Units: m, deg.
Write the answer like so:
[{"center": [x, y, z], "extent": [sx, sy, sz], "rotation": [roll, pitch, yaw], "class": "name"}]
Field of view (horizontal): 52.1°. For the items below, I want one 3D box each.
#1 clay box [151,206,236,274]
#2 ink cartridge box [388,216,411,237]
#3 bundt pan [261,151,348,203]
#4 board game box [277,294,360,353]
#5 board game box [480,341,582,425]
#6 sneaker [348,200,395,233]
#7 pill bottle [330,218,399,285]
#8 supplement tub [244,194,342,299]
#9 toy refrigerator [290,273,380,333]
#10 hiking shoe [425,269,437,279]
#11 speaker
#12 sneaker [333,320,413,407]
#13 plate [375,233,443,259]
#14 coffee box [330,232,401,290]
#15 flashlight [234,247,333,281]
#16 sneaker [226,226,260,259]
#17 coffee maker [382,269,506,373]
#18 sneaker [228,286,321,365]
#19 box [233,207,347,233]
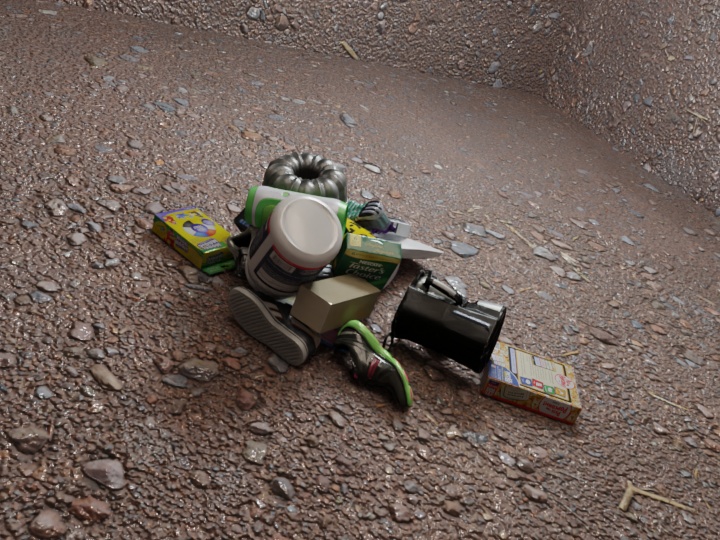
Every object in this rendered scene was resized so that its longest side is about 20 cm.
[{"center": [-0.349, -0.068, 1.614], "extent": [0.199, 0.048, 0.114], "rotation": [34, 32, 27], "class": "clay box"}, {"center": [0.027, -0.132, 1.933], "extent": [0.197, 0.040, 0.099], "rotation": [12, 9, -12], "class": "ink cartridge box"}, {"center": [-0.120, -0.191, 1.591], "extent": [0.199, 0.076, 0.203], "rotation": [6, 38, -5], "class": "bundt pan"}, {"center": [-0.094, 0.080, 1.514], "extent": [0.198, 0.041, 0.153], "rotation": [21, 28, 5], "class": "board game box"}, {"center": [0.347, 0.225, 1.520], "extent": [0.198, 0.047, 0.152], "rotation": [19, 28, 0], "class": "board game box"}, {"center": [0.002, -0.118, 1.797], "extent": [0.088, 0.075, 0.199], "rotation": [49, -20, -26], "class": "sneaker"}, {"center": [-0.013, -0.044, 1.706], "extent": [0.199, 0.115, 0.114], "rotation": [33, 31, 25], "class": "pill bottle"}, {"center": [-0.130, -0.039, 1.382], "extent": [0.139, 0.200, 0.142], "rotation": [11, 62, -23], "class": "supplement tub"}, {"center": [-0.046, 0.063, 1.430], "extent": [0.075, 0.071, 0.199], "rotation": [31, 19, 21], "class": "toy refrigerator"}, {"center": [0.157, 0.085, 1.608], "extent": [0.073, 0.087, 0.201], "rotation": [7, 31, -21], "class": "hiking shoe"}, {"center": [-0.128, -0.114, 1.478], "extent": [0.197, 0.089, 0.089], "rotation": [10, 28, 3], "class": "speaker"}, {"center": [0.025, 0.186, 1.385], "extent": [0.084, 0.077, 0.200], "rotation": [-40, 66, -9], "class": "sneaker"}, {"center": [0.076, -0.065, 1.822], "extent": [0.199, 0.033, 0.198], "rotation": [22, 13, 36], "class": "plate"}, {"center": [0.000, 0.000, 1.550], "extent": [0.121, 0.200, 0.044], "rotation": [12, 57, -14], "class": "coffee box"}, {"center": [-0.156, -0.003, 1.513], "extent": [0.198, 0.069, 0.068], "rotation": [7, 5, -23], "class": "flashlight"}, {"center": [-0.187, -0.059, 1.531], "extent": [0.198, 0.099, 0.079], "rotation": [-14, 69, 11], "class": "sneaker"}, {"center": [0.172, 0.124, 1.481], "extent": [0.198, 0.194, 0.135], "rotation": [23, -6, 19], "class": "coffee maker"}, {"center": [-0.163, 0.097, 1.407], "extent": [0.200, 0.079, 0.079], "rotation": [40, 38, 15], "class": "sneaker"}, {"center": [-0.157, -0.100, 1.656], "extent": [0.199, 0.086, 0.164], "rotation": [37, 76, 30], "class": "box"}]
